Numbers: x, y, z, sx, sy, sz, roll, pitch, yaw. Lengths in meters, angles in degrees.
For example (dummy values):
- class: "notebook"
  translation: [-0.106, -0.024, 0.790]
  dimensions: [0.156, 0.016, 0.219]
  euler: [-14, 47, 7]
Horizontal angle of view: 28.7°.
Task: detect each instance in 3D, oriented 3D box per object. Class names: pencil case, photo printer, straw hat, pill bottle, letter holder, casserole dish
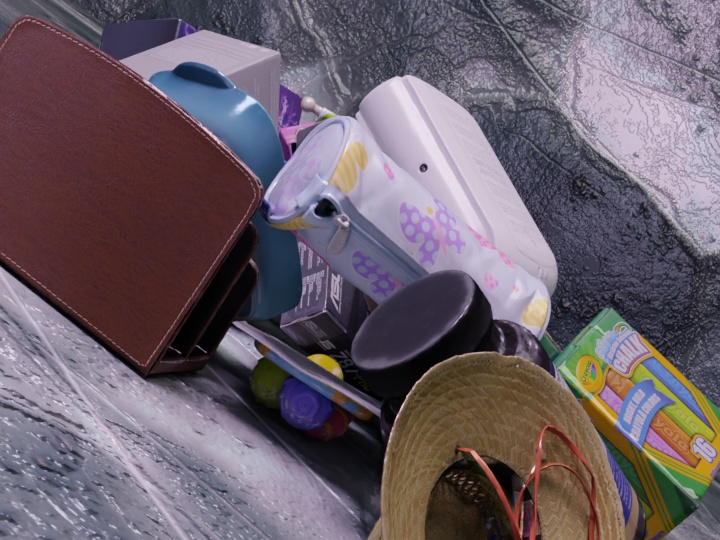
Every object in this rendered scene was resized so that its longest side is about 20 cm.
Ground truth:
- class: "pencil case"
  translation: [0.032, -0.010, 0.889]
  dimensions: [0.199, 0.083, 0.091]
  euler: [38, 1, -26]
- class: "photo printer"
  translation: [0.089, -0.054, 1.185]
  dimensions: [0.202, 0.069, 0.166]
  euler: [62, 19, 20]
- class: "straw hat"
  translation: [0.050, 0.143, 0.735]
  dimensions: [0.084, 0.204, 0.200]
  euler: [-19, -37, 41]
- class: "pill bottle"
  translation: [0.080, 0.103, 0.841]
  dimensions: [0.201, 0.111, 0.112]
  euler: [55, -3, -23]
- class: "letter holder"
  translation: [-0.155, -0.051, 0.889]
  dimensions: [0.199, 0.143, 0.100]
  euler: [35, 6, 12]
- class: "casserole dish"
  translation: [-0.102, -0.043, 0.951]
  dimensions: [0.120, 0.039, 0.202]
  euler: [19, -46, 31]

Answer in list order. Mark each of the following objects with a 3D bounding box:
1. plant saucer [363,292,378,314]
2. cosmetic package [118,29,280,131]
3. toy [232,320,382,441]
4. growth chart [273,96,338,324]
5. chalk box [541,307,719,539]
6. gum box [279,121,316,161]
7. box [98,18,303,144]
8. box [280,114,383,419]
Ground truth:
- class: "plant saucer"
  translation: [0.066, 0.059, 1.039]
  dimensions: [0.200, 0.034, 0.201]
  euler: [46, 13, -13]
- class: "cosmetic package"
  translation: [-0.148, -0.101, 1.052]
  dimensions: [0.089, 0.108, 0.199]
  euler: [21, 30, 29]
- class: "toy"
  translation: [-0.036, 0.083, 0.957]
  dimensions: [0.114, 0.048, 0.200]
  euler: [31, 1, 3]
- class: "growth chart"
  translation: [-0.027, -0.034, 1.259]
  dimensions: [0.143, 0.202, 0.018]
  euler: [23, 1, -19]
- class: "chalk box"
  translation: [0.189, 0.126, 1.160]
  dimensions: [0.200, 0.125, 0.124]
  euler: [43, 39, 9]
- class: "gum box"
  translation: [-0.027, -0.035, 1.340]
  dimensions: [0.065, 0.203, 0.114]
  euler: [-10, 14, -5]
- class: "box"
  translation: [-0.162, -0.131, 1.342]
  dimensions: [0.103, 0.150, 0.199]
  euler: [3, -14, 36]
- class: "box"
  translation: [0.000, 0.000, 1.148]
  dimensions: [0.161, 0.049, 0.202]
  euler: [45, 36, -41]
